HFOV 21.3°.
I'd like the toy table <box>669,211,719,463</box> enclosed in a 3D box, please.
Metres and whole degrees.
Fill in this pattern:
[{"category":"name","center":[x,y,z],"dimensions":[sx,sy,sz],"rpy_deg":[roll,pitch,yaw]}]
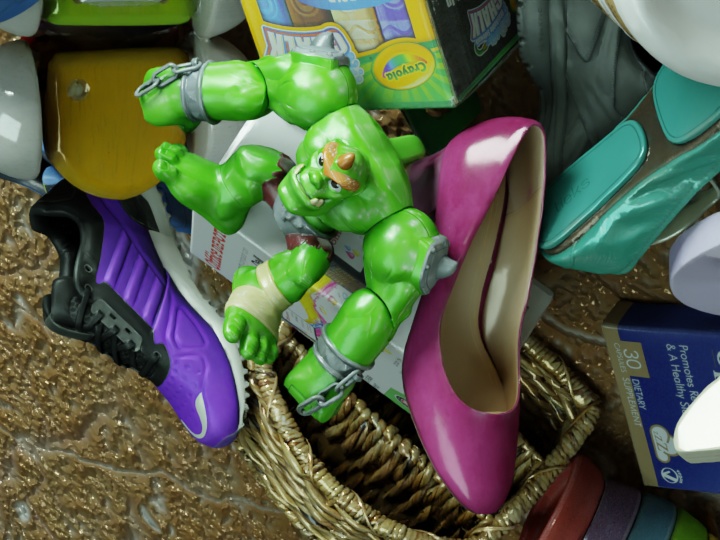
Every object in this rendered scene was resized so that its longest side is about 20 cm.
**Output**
[{"category":"toy table","center":[0.252,0.033,0.971],"dimensions":[0.199,0.118,0.183],"rpy_deg":[-16,149,38]}]

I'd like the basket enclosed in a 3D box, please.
[{"category":"basket","center":[0.023,0.094,1.218],"dimensions":[0.200,0.143,0.149],"rpy_deg":[43,137,2]}]

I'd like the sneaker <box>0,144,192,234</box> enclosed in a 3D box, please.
[{"category":"sneaker","center":[-0.162,-0.055,1.294],"dimensions":[0.199,0.078,0.066],"rpy_deg":[21,131,22]}]

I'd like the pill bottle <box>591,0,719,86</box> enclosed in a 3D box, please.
[{"category":"pill bottle","center":[0.151,-0.160,0.876],"dimensions":[0.113,0.200,0.116],"rpy_deg":[-1,108,-5]}]

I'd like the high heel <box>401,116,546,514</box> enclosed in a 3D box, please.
[{"category":"high heel","center":[0.069,0.023,0.999],"dimensions":[0.096,0.067,0.202],"rpy_deg":[-20,78,52]}]

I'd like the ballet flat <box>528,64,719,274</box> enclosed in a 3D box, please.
[{"category":"ballet flat","center":[0.170,-0.067,0.989],"dimensions":[0.070,0.068,0.200],"rpy_deg":[18,133,-31]}]

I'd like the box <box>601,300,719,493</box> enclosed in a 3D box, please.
[{"category":"box","center":[0.245,0.080,1.121],"dimensions":[0.198,0.032,0.122],"rpy_deg":[2,122,35]}]

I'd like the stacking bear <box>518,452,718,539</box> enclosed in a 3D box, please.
[{"category":"stacking bear","center":[0.197,0.211,1.210],"dimensions":[0.199,0.122,0.114],"rpy_deg":[30,144,1]}]

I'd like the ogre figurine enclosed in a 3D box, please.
[{"category":"ogre figurine","center":[-0.030,-0.037,1.001],"dimensions":[0.119,0.098,0.201],"rpy_deg":[-31,64,23]}]

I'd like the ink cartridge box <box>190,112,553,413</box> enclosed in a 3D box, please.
[{"category":"ink cartridge box","center":[0.000,0.000,1.126],"dimensions":[0.199,0.084,0.145],"rpy_deg":[36,168,1]}]

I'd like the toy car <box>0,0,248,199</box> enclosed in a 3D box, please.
[{"category":"toy car","center":[-0.156,-0.153,1.169],"dimensions":[0.150,0.173,0.202],"rpy_deg":[-127,37,-60]}]

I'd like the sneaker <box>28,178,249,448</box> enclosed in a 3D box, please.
[{"category":"sneaker","center":[-0.149,0.030,1.207],"dimensions":[0.201,0.099,0.070],"rpy_deg":[62,144,10]}]

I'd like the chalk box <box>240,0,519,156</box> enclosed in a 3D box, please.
[{"category":"chalk box","center":[0.015,-0.163,1.039],"dimensions":[0.123,0.125,0.202],"rpy_deg":[3,123,35]}]

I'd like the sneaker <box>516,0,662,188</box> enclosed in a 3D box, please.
[{"category":"sneaker","center":[0.139,-0.086,1.047],"dimensions":[0.090,0.076,0.201],"rpy_deg":[6,130,22]}]

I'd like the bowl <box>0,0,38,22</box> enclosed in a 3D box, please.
[{"category":"bowl","center":[-0.216,-0.231,1.053],"dimensions":[0.199,0.039,0.203],"rpy_deg":[-1,88,37]}]
